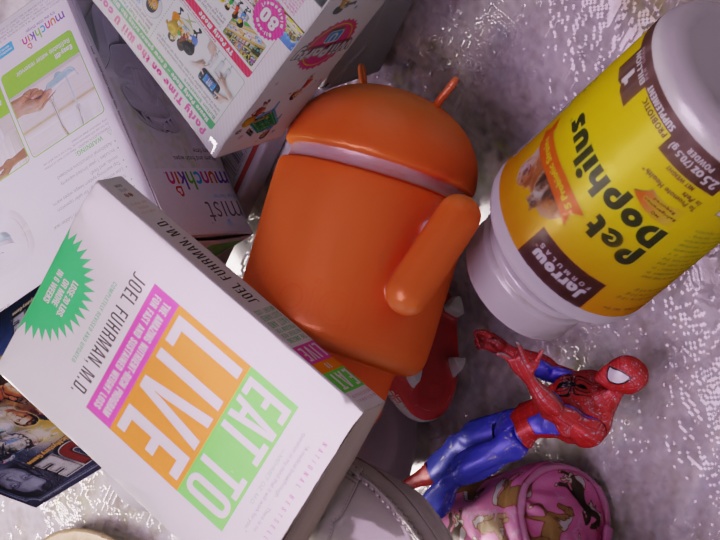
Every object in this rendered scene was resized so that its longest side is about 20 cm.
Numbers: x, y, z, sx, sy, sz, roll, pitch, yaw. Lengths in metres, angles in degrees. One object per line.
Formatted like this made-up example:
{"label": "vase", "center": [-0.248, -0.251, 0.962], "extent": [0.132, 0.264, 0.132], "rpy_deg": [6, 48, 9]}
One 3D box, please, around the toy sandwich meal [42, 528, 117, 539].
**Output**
{"label": "toy sandwich meal", "center": [-0.198, 0.279, 1.741], "extent": [0.204, 0.070, 0.207], "rpy_deg": [15, 114, 37]}

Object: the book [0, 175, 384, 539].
{"label": "book", "center": [-0.094, 0.061, 1.340], "extent": [0.200, 0.048, 0.134], "rpy_deg": [39, 116, 18]}

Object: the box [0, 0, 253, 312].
{"label": "box", "center": [-0.194, -0.052, 1.510], "extent": [0.199, 0.096, 0.178], "rpy_deg": [-31, 78, 28]}

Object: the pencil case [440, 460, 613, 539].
{"label": "pencil case", "center": [0.058, 0.175, 1.475], "extent": [0.199, 0.083, 0.087], "rpy_deg": [-22, 92, 42]}

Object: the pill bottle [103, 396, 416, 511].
{"label": "pill bottle", "center": [-0.070, 0.106, 1.540], "extent": [0.199, 0.112, 0.113], "rpy_deg": [-8, 100, 45]}

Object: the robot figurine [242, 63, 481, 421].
{"label": "robot figurine", "center": [0.000, -0.017, 1.372], "extent": [0.116, 0.144, 0.202], "rpy_deg": [16, 85, -1]}

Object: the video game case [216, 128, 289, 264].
{"label": "video game case", "center": [-0.124, -0.110, 1.548], "extent": [0.200, 0.017, 0.143], "rpy_deg": [54, 138, 25]}

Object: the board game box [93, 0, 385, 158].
{"label": "board game box", "center": [-0.056, -0.182, 1.305], "extent": [0.148, 0.064, 0.200], "rpy_deg": [52, 129, 14]}

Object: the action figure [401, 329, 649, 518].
{"label": "action figure", "center": [0.066, 0.079, 1.391], "extent": [0.199, 0.065, 0.099], "rpy_deg": [-26, 118, 26]}

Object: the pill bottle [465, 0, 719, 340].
{"label": "pill bottle", "center": [0.143, -0.046, 1.305], "extent": [0.110, 0.109, 0.200], "rpy_deg": [56, 132, 11]}

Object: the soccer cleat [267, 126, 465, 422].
{"label": "soccer cleat", "center": [0.000, 0.000, 1.479], "extent": [0.085, 0.068, 0.201], "rpy_deg": [-29, 81, 47]}

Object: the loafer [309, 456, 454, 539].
{"label": "loafer", "center": [-0.026, 0.129, 1.380], "extent": [0.199, 0.070, 0.070], "rpy_deg": [33, 107, 31]}

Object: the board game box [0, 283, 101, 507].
{"label": "board game box", "center": [-0.184, 0.072, 1.488], "extent": [0.199, 0.135, 0.035], "rpy_deg": [-32, 49, 33]}

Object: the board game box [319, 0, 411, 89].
{"label": "board game box", "center": [-0.048, -0.227, 1.431], "extent": [0.200, 0.064, 0.148], "rpy_deg": [42, 127, 20]}
